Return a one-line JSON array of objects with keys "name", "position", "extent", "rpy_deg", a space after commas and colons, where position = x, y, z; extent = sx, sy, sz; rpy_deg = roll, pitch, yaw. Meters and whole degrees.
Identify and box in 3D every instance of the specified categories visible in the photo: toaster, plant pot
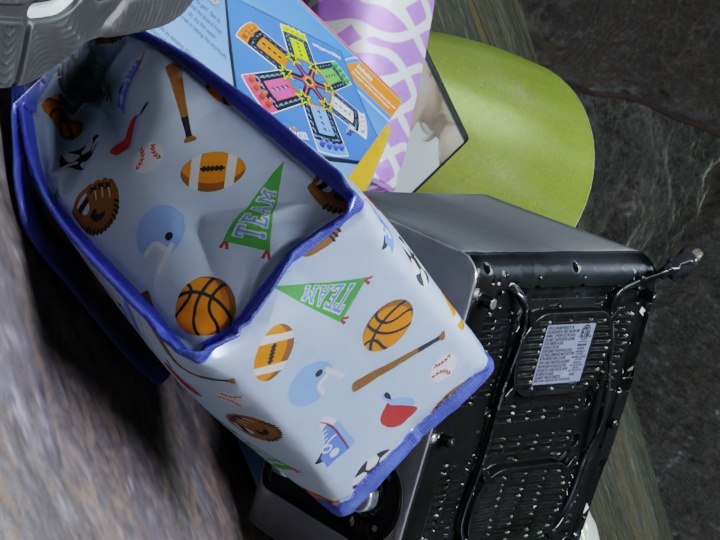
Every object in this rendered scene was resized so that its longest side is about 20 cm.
[{"name": "toaster", "position": [0.053, 0.057, 1.264], "extent": [0.200, 0.118, 0.181], "rpy_deg": [-2, 112, -51]}, {"name": "plant pot", "position": [0.038, -0.097, 1.790], "extent": [0.200, 0.187, 0.188], "rpy_deg": [28, 41, -52]}]

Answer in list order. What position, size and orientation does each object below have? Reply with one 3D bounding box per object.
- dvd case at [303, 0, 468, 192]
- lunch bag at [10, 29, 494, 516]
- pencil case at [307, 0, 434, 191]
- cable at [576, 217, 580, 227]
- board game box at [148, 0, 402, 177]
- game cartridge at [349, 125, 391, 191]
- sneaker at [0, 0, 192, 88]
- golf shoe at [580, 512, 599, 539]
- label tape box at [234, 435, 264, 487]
[{"name": "dvd case", "position": [-0.014, -0.121, 1.629], "extent": [0.018, 0.143, 0.200], "rpy_deg": [15, -39, 49]}, {"name": "lunch bag", "position": [-0.064, -0.009, 1.115], "extent": [0.200, 0.124, 0.170], "rpy_deg": [44, -6, 36]}, {"name": "pencil case", "position": [-0.002, -0.142, 1.557], "extent": [0.084, 0.085, 0.201], "rpy_deg": [17, 83, -39]}, {"name": "cable", "position": [0.083, -0.009, 1.899], "extent": [0.051, 0.201, 0.163], "rpy_deg": [15, 9, -42]}, {"name": "board game box", "position": [-0.069, -0.099, 1.220], "extent": [0.200, 0.103, 0.019], "rpy_deg": [42, -8, -40]}, {"name": "game cartridge", "position": [-0.063, -0.108, 1.401], "extent": [0.176, 0.032, 0.200], "rpy_deg": [42, 15, -5]}, {"name": "sneaker", "position": [-0.162, -0.136, 1.042], "extent": [0.200, 0.115, 0.076], "rpy_deg": [-20, 132, -56]}, {"name": "golf shoe", "position": [0.078, 0.102, 1.497], "extent": [0.200, 0.075, 0.091], "rpy_deg": [62, 14, 17]}, {"name": "label tape box", "position": [-0.010, 0.095, 1.392], "extent": [0.200, 0.063, 0.145], "rpy_deg": [-83, 152, -70]}]
